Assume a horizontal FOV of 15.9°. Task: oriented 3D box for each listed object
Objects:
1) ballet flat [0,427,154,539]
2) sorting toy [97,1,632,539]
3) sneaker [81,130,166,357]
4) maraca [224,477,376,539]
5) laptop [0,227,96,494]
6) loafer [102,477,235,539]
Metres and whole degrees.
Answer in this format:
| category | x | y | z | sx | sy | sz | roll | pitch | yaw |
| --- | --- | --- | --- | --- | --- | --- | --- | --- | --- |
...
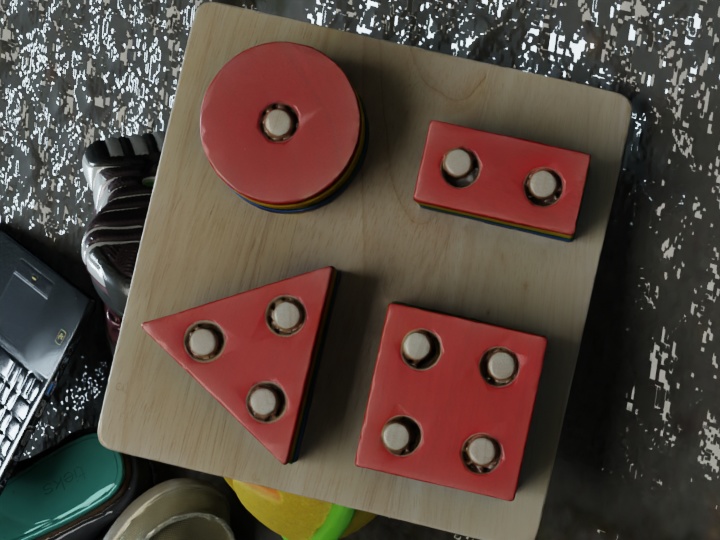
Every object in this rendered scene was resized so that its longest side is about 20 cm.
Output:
| category | x | y | z | sx | sy | sz | roll | pitch | yaw |
| --- | --- | --- | --- | --- | --- | --- | --- | --- | --- |
| ballet flat | -0.195 | 0.141 | 1.364 | 0.199 | 0.073 | 0.074 | -23 | 81 | 11 |
| sorting toy | 0.000 | 0.000 | 1.104 | 0.197 | 0.070 | 0.202 | 13 | 89 | 5 |
| sneaker | -0.094 | 0.014 | 1.254 | 0.200 | 0.075 | 0.116 | -106 | 12 | -67 |
| maraca | -0.020 | 0.030 | 1.204 | 0.137 | 0.106 | 0.202 | 165 | 108 | -64 |
| laptop | -0.249 | 0.064 | 1.335 | 0.201 | 0.103 | 0.177 | -63 | 31 | 2 |
| loafer | -0.107 | 0.203 | 1.308 | 0.068 | 0.075 | 0.201 | 35 | 109 | 51 |
